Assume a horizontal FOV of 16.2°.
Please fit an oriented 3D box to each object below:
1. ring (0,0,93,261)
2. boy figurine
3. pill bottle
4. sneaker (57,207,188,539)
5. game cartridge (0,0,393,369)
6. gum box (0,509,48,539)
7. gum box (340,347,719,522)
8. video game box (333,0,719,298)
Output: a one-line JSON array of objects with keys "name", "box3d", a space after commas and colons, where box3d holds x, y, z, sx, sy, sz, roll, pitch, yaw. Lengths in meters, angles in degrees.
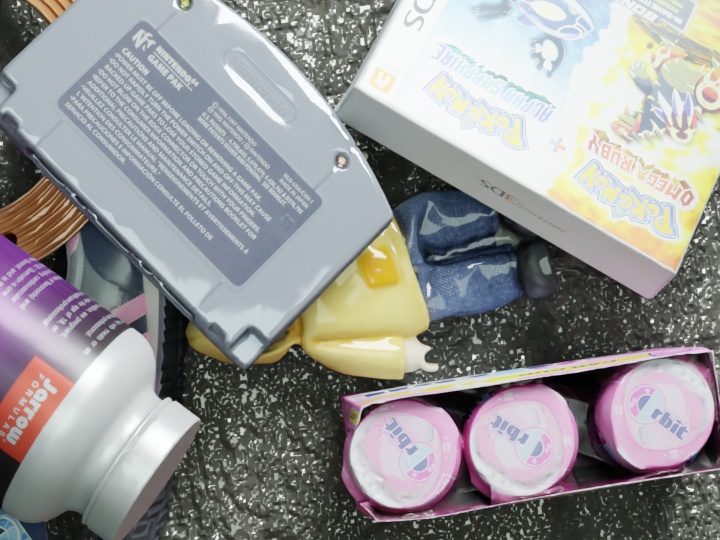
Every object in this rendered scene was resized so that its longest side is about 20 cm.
[{"name": "ring", "box3d": [-0.216, -0.090, 1.358, 0.199, 0.019, 0.202, -1, 81, 5]}, {"name": "boy figurine", "box3d": [0.000, 0.000, 1.372, 0.198, 0.064, 0.125, -13, 92, -9]}, {"name": "pill bottle", "box3d": [-0.183, 0.049, 1.273, 0.199, 0.112, 0.113, 35, 86, 5]}, {"name": "sneaker", "box3d": [-0.139, 0.057, 1.362, 0.081, 0.070, 0.202, 2, 83, 11]}, {"name": "game cartridge", "box3d": [-0.085, -0.064, 1.323, 0.133, 0.041, 0.200, -44, 88, -10]}, {"name": "gum box", "box3d": [-0.253, 0.214, 1.314, 0.198, 0.045, 0.171, -10, 106, -14]}, {"name": "gum box", "box3d": [0.084, 0.087, 1.351, 0.198, 0.113, 0.067, -8, 89, -5]}, {"name": "video game box", "box3d": [0.112, -0.111, 1.364, 0.199, 0.047, 0.183, 29, 66, -4]}]
